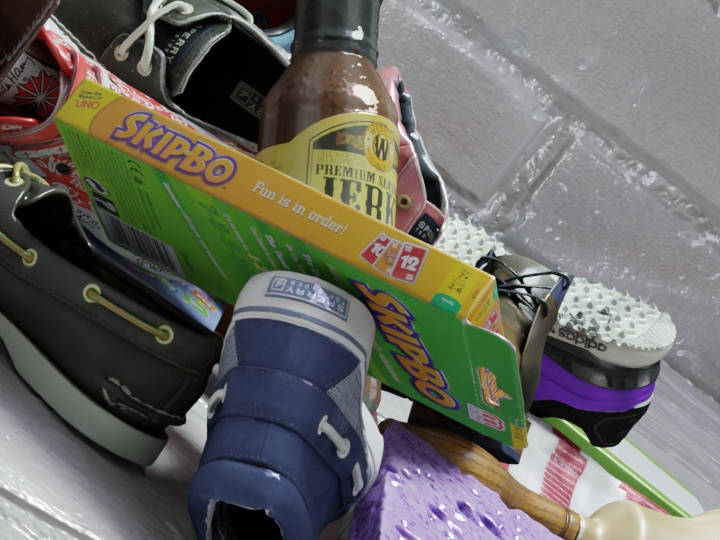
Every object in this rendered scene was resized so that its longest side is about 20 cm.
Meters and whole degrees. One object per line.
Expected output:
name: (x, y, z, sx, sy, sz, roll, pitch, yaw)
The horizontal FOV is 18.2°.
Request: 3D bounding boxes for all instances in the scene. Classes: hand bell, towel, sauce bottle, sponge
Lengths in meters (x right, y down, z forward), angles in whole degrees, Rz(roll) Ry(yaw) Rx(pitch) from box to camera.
hand bell: (0.089, 0.118, 1.061, 0.200, 0.104, 0.104, 31, 9, -23)
towel: (0.108, 0.140, 1.172, 0.200, 0.023, 0.144, 38, 32, -14)
sauce bottle: (-0.016, -0.038, 0.965, 0.064, 0.201, 0.065, 3, -14, 1)
sponge: (0.045, 0.136, 0.925, 0.111, 0.030, 0.200, 37, 15, -8)

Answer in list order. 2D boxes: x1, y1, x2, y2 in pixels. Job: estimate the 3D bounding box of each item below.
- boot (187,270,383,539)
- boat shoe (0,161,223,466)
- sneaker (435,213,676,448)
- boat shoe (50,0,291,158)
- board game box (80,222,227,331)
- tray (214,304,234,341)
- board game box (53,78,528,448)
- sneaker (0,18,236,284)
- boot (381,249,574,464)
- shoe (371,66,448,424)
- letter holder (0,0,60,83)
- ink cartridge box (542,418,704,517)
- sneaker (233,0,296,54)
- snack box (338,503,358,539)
boot: (-0.036, 0.081, 0.870, 0.072, 0.091, 0.200, 15, -24, 9)
boat shoe: (-0.134, -0.006, 0.909, 0.201, 0.061, 0.072, 41, 8, 24)
sneaker: (0.071, 0.041, 1.253, 0.200, 0.100, 0.070, 25, 33, 23)
boat shoe: (-0.083, -0.104, 1.034, 0.199, 0.071, 0.064, 30, -5, -5)
board game box: (-0.153, -0.028, 1.072, 0.200, 0.037, 0.151, 39, 6, -4)
tray: (-0.097, -0.039, 1.169, 0.200, 0.099, 0.037, 38, 4, 1)
board game box: (-0.021, -0.001, 0.849, 0.199, 0.030, 0.096, 29, -21, 21)
sneaker: (-0.111, -0.052, 0.965, 0.201, 0.067, 0.108, 33, -3, -2)
boot: (0.052, 0.023, 1.047, 0.074, 0.097, 0.200, 17, -12, 13)
shoe: (0.000, 0.000, 1.089, 0.071, 0.091, 0.201, 41, 35, -67)
letter holder: (-0.232, -0.129, 0.859, 0.200, 0.142, 0.101, 40, 7, 13)
ink cartridge box: (0.134, 0.132, 1.382, 0.148, 0.076, 0.200, 38, 5, 3)
sneaker: (-0.100, -0.124, 1.105, 0.079, 0.199, 0.090, 66, -29, 16)
snack box: (0.076, 0.168, 1.026, 0.200, 0.024, 0.072, 38, 5, 0)
